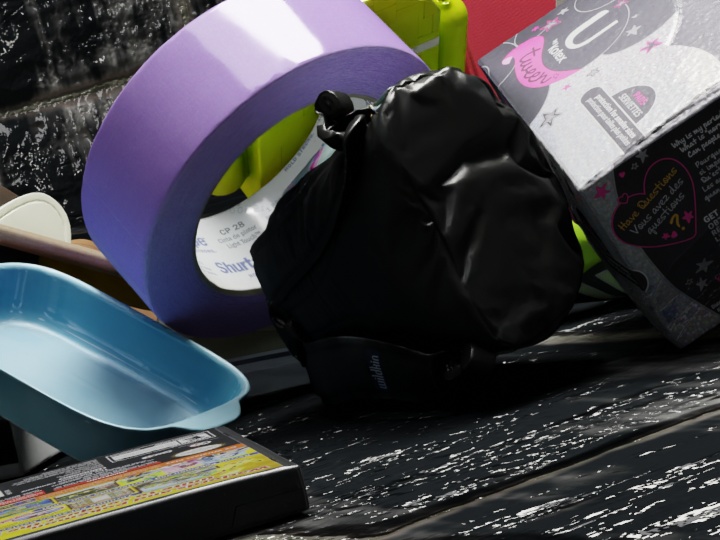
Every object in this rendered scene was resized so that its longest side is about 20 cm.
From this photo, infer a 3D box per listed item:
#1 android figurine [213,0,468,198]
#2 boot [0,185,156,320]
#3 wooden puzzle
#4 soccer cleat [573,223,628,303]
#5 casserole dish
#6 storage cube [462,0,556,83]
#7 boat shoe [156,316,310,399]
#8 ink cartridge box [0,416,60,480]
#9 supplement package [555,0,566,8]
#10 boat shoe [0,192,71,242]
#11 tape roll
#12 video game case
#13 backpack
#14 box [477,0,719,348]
[{"bbox_3d":[-0.016,-0.105,1.644,0.181,0.041,0.200,-25,-35,-17],"label":"android figurine"},{"bbox_3d":[-0.226,0.040,1.889,0.146,0.200,0.070,-51,-2,27],"label":"boot"},{"bbox_3d":[-0.196,-0.006,1.689,0.199,0.037,0.185,10,-1,-31],"label":"wooden puzzle"},{"bbox_3d":[0.164,-0.015,1.639,0.199,0.068,0.081,-7,-15,18],"label":"soccer cleat"},{"bbox_3d":[-0.152,0.053,1.499,0.199,0.039,0.121,26,26,28],"label":"casserole dish"},{"bbox_3d":[0.088,-0.097,1.815,0.199,0.181,0.171,-14,-9,-39],"label":"storage cube"},{"bbox_3d":[-0.021,0.030,1.643,0.199,0.062,0.072,-15,6,-12],"label":"boat shoe"},{"bbox_3d":[-0.200,0.087,1.657,0.099,0.039,0.200,-13,5,20],"label":"ink cartridge box"},{"bbox_3d":[0.231,-0.134,1.707,0.199,0.120,0.121,-9,14,-31],"label":"supplement package"},{"bbox_3d":[-0.256,0.032,1.792,0.062,0.073,0.200,-7,46,53],"label":"boat shoe"},{"bbox_3d":[-0.052,-0.059,1.552,0.200,0.066,0.201,-30,-32,-22],"label":"tape roll"},{"bbox_3d":[-0.137,0.115,1.293,0.199,0.026,0.181,-14,5,-12],"label":"video game case"},{"bbox_3d":[0.028,-0.006,1.481,0.126,0.168,0.200,-18,-9,-28],"label":"backpack"},{"bbox_3d":[0.160,-0.072,1.481,0.132,0.115,0.200,-34,25,2],"label":"box"}]
